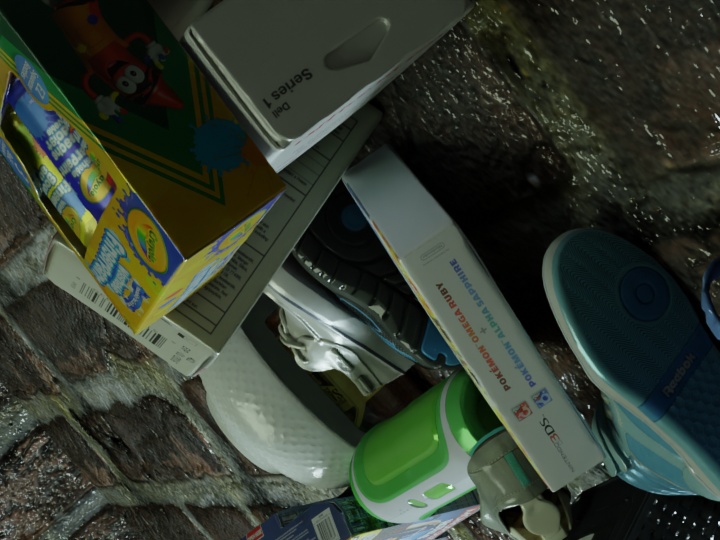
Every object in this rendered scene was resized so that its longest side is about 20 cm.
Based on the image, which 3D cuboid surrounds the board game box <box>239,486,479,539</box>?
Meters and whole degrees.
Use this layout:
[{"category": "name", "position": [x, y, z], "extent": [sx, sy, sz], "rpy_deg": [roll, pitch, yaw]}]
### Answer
[{"category": "board game box", "position": [0.016, 0.223, 1.509], "extent": [0.200, 0.200, 0.062], "rpy_deg": [-42, 64, 49]}]

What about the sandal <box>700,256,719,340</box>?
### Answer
[{"category": "sandal", "position": [0.233, 0.054, 0.853], "extent": [0.087, 0.079, 0.200], "rpy_deg": [14, 134, 63]}]

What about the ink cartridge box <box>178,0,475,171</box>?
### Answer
[{"category": "ink cartridge box", "position": [-0.041, -0.116, 0.975], "extent": [0.084, 0.145, 0.200], "rpy_deg": [52, 160, -3]}]

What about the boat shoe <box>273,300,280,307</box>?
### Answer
[{"category": "boat shoe", "position": [-0.061, -0.034, 1.289], "extent": [0.071, 0.070, 0.200], "rpy_deg": [34, 165, 41]}]

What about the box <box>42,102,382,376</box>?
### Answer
[{"category": "box", "position": [-0.099, -0.050, 1.116], "extent": [0.128, 0.200, 0.109], "rpy_deg": [36, 162, -5]}]

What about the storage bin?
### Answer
[{"category": "storage bin", "position": [0.182, 0.217, 1.141], "extent": [0.094, 0.135, 0.200], "rpy_deg": [31, 161, -2]}]

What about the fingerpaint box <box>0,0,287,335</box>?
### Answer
[{"category": "fingerpaint box", "position": [-0.136, -0.065, 0.947], "extent": [0.167, 0.073, 0.200], "rpy_deg": [53, 160, 1]}]

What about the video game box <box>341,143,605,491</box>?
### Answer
[{"category": "video game box", "position": [0.066, 0.024, 1.071], "extent": [0.182, 0.047, 0.200], "rpy_deg": [54, -178, -19]}]

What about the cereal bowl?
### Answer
[{"category": "cereal bowl", "position": [-0.070, 0.110, 1.444], "extent": [0.200, 0.083, 0.200], "rpy_deg": [46, -168, -12]}]

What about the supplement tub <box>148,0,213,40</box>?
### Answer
[{"category": "supplement tub", "position": [-0.190, -0.234, 1.084], "extent": [0.200, 0.132, 0.132], "rpy_deg": [41, 160, 15]}]

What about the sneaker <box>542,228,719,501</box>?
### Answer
[{"category": "sneaker", "position": [0.158, 0.066, 1.015], "extent": [0.200, 0.080, 0.131], "rpy_deg": [50, 159, -7]}]

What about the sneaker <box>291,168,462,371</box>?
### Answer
[{"category": "sneaker", "position": [0.000, 0.000, 1.228], "extent": [0.200, 0.073, 0.082], "rpy_deg": [49, 166, 1]}]

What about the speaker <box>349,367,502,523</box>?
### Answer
[{"category": "speaker", "position": [0.063, 0.132, 1.285], "extent": [0.088, 0.088, 0.200], "rpy_deg": [47, 148, -1]}]

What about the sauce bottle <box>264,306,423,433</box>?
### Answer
[{"category": "sauce bottle", "position": [0.007, 0.096, 1.409], "extent": [0.200, 0.066, 0.066], "rpy_deg": [48, 161, 0]}]

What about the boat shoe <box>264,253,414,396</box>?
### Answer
[{"category": "boat shoe", "position": [-0.028, 0.044, 1.286], "extent": [0.072, 0.066, 0.200], "rpy_deg": [49, -172, 32]}]

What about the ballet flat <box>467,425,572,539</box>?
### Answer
[{"category": "ballet flat", "position": [0.117, 0.163, 1.179], "extent": [0.064, 0.067, 0.200], "rpy_deg": [54, 179, 24]}]
